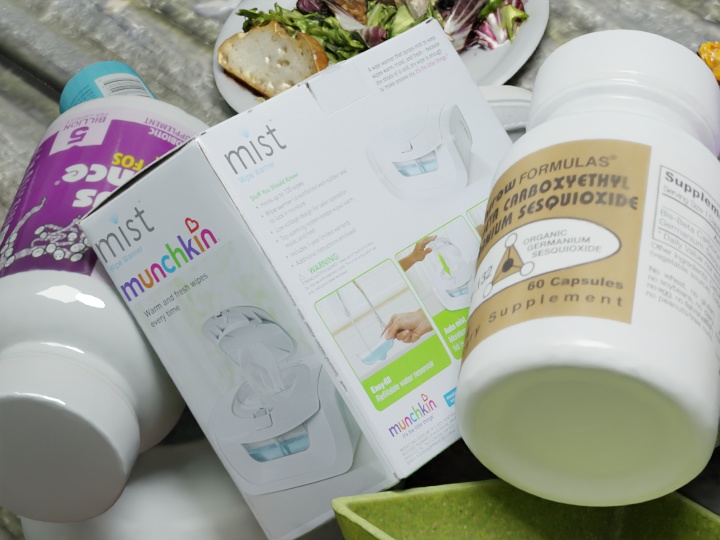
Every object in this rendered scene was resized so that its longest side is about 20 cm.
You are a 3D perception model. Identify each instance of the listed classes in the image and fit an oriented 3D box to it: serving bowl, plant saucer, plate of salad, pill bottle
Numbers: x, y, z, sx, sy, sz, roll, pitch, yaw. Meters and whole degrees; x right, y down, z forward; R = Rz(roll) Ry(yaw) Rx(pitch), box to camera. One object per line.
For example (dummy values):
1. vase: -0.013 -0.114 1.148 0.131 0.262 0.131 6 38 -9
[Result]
1. serving bowl: -0.078 0.079 1.393 0.199 0.066 0.201 -9 41 8
2. plant saucer: 0.115 0.151 1.202 0.199 0.048 0.199 -3 24 -44
3. plate of salad: 0.009 -0.146 1.642 0.199 0.048 0.201 -10 39 8
4. pill bottle: 0.110 -0.006 1.271 0.114 0.115 0.201 -2 49 16
5. pill bottle: -0.125 0.018 1.339 0.112 0.113 0.200 -2 41 16

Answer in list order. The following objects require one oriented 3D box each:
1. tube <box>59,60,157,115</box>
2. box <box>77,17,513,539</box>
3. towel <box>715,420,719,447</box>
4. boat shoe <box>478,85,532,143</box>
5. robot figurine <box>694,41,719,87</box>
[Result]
1. tube: -0.107 -0.042 1.563 0.077 0.051 0.200 -28 45 -8
2. box: 0.000 0.000 1.314 0.097 0.177 0.200 -33 0 40
3. towel: 0.189 0.026 1.402 0.199 0.023 0.153 -23 39 -7
4. boat shoe: 0.026 -0.036 1.475 0.199 0.072 0.069 -18 41 -28
5. robot figurine: 0.269 -0.092 1.475 0.199 0.058 0.145 8 34 26
